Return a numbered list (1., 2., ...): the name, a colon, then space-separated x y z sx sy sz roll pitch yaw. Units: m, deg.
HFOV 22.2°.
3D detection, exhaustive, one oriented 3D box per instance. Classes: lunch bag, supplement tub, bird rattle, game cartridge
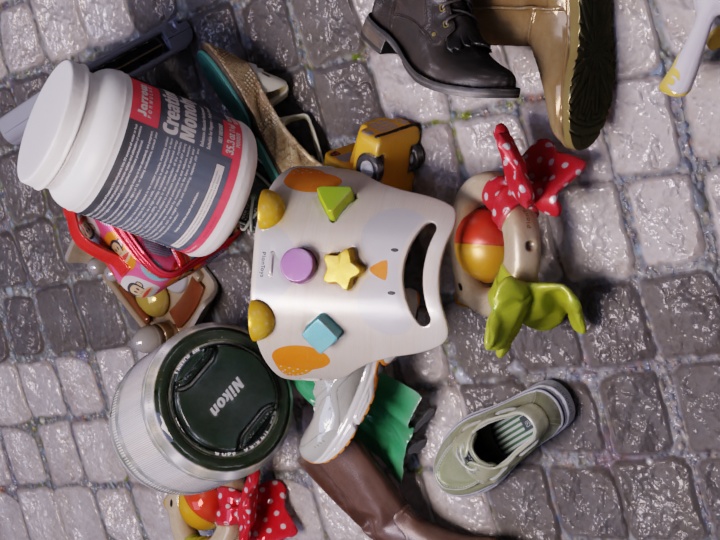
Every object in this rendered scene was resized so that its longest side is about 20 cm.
1. lunch bag: -0.234 -0.077 1.904 0.201 0.176 0.082 54 138 1
2. supplement tub: -0.212 -0.107 1.758 0.140 0.199 0.141 -44 34 42
3. bird rattle: 0.122 -0.028 1.632 0.163 0.112 0.202 4 106 61
4. bird rattle: -0.165 0.272 2.045 0.164 0.112 0.201 57 135 35
5. game cartridge: -0.276 -0.193 1.897 0.133 0.200 0.041 -17 104 47

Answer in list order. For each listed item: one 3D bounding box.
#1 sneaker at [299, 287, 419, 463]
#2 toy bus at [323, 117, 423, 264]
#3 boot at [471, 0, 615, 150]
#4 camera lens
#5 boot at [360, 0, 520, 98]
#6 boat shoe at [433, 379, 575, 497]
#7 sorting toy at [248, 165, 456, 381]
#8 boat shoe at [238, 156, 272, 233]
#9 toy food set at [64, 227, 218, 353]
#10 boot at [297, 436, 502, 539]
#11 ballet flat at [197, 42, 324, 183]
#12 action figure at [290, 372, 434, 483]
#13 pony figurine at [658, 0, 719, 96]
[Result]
1. sneaker: -0.023 0.088 1.762 0.091 0.076 0.201 26 105 -7
2. toy bus: 0.003 -0.052 1.771 0.078 0.065 0.201 30 125 36
3. boot: 0.125 -0.201 1.596 0.199 0.066 0.177 11 101 41
4. camera lens: -0.169 0.148 1.916 0.161 0.159 0.200 65 154 3
5. boot: 0.078 -0.249 1.546 0.200 0.069 0.175 36 118 38
6. boat shoe: 0.121 0.162 1.737 0.072 0.062 0.200 58 137 11
7. sorting toy: 0.000 0.000 1.655 0.179 0.107 0.202 2 85 22
8. boat shoe: -0.103 -0.067 1.865 0.200 0.071 0.072 47 132 22
9. toy food set: -0.250 0.011 2.049 0.200 0.060 0.144 49 134 19
10. boot: 0.037 0.228 1.815 0.186 0.064 0.201 -28 99 49
11. ballet flat: -0.088 -0.150 1.828 0.201 0.065 0.071 59 168 6
12. action figure: -0.016 0.114 1.861 0.199 0.055 0.119 35 129 26
13. pony figurine: 0.297 -0.208 1.375 0.193 0.166 0.201 30 141 42
